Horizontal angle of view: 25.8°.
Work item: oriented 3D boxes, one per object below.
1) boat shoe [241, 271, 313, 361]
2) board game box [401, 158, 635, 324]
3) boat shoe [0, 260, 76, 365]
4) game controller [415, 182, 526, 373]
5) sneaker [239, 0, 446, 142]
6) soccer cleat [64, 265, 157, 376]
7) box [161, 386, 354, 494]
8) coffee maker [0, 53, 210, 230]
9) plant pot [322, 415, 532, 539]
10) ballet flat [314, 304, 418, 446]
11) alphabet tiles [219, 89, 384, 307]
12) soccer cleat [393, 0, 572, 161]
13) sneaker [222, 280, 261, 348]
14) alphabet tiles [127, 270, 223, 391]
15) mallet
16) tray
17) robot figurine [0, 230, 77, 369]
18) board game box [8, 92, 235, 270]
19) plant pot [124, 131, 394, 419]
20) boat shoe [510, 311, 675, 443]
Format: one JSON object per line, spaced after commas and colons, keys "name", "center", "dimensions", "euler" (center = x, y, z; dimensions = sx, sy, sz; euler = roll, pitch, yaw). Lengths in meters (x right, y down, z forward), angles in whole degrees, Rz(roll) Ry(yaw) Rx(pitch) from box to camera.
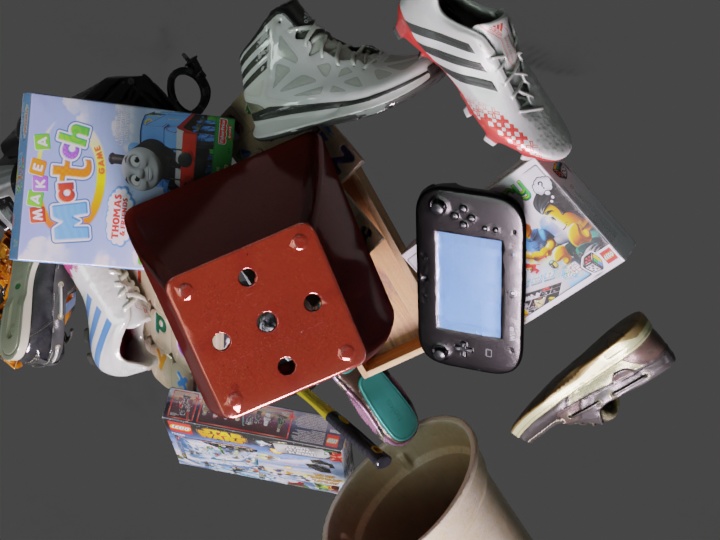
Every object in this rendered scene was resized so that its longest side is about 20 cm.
{"name": "boat shoe", "center": [-0.089, 0.025, 1.562], "dimensions": [0.075, 0.064, 0.203], "euler": [98, 153, -70]}
{"name": "board game box", "center": [0.144, -0.020, 1.470], "dimensions": [0.126, 0.035, 0.200], "euler": [47, 134, -6]}
{"name": "boat shoe", "center": [-0.343, 0.004, 1.725], "dimensions": [0.067, 0.202, 0.072], "euler": [14, 171, -34]}
{"name": "game controller", "center": [0.103, 0.009, 1.464], "dimensions": [0.104, 0.042, 0.201], "euler": [15, 129, 24]}
{"name": "sneaker", "center": [-0.026, -0.194, 1.421], "dimensions": [0.199, 0.076, 0.116], "euler": [-12, 103, 25]}
{"name": "soccer cleat", "center": [-0.267, 0.020, 1.704], "dimensions": [0.086, 0.070, 0.202], "euler": [2, 114, 33]}
{"name": "box", "center": [-0.108, 0.187, 1.713], "dimensions": [0.198, 0.040, 0.137], "euler": [10, 153, 7]}
{"name": "coffee maker", "center": [-0.262, -0.116, 1.581], "dimensions": [0.199, 0.191, 0.136], "euler": [-7, 105, 58]}
{"name": "plant pot", "center": [0.092, 0.288, 1.641], "dimensions": [0.199, 0.201, 0.184], "euler": [-20, 121, 40]}
{"name": "ballet flat", "center": [-0.010, 0.099, 1.641], "dimensions": [0.071, 0.069, 0.201], "euler": [-2, 123, 57]}
{"name": "alphabet tiles", "center": [-0.073, -0.073, 1.504], "dimensions": [0.167, 0.008, 0.200], "euler": [-44, 79, 19]}
{"name": "soccer cleat", "center": [0.115, -0.177, 1.352], "dimensions": [0.200, 0.069, 0.085], "euler": [46, 138, 0]}
{"name": "sneaker", "center": [-0.119, 0.091, 1.711], "dimensions": [0.082, 0.072, 0.201], "euler": [13, 134, -8]}
{"name": "alphabet tiles", "center": [-0.211, 0.045, 1.704], "dimensions": [0.200, 0.015, 0.197], "euler": [36, 136, 37]}
{"name": "mallet", "center": [-0.042, 0.147, 1.618], "dimensions": [0.200, 0.065, 0.042], "euler": [42, 128, 50]}
{"name": "tray", "center": [0.000, 0.000, 1.552], "dimensions": [0.098, 0.037, 0.201], "euler": [-25, 110, 15]}
{"name": "robot figurine", "center": [-0.397, 0.037, 1.835], "dimensions": [0.145, 0.058, 0.200], "euler": [38, 134, 3]}
{"name": "board game box", "center": [-0.219, -0.077, 1.461], "dimensions": [0.037, 0.198, 0.153], "euler": [7, 92, 64]}
{"name": "plant pot", "center": [-0.085, 0.021, 1.383], "dimensions": [0.198, 0.176, 0.201], "euler": [-23, 107, 1]}
{"name": "boat shoe", "center": [0.219, 0.118, 1.499], "dimensions": [0.065, 0.073, 0.200], "euler": [45, 134, 2]}
